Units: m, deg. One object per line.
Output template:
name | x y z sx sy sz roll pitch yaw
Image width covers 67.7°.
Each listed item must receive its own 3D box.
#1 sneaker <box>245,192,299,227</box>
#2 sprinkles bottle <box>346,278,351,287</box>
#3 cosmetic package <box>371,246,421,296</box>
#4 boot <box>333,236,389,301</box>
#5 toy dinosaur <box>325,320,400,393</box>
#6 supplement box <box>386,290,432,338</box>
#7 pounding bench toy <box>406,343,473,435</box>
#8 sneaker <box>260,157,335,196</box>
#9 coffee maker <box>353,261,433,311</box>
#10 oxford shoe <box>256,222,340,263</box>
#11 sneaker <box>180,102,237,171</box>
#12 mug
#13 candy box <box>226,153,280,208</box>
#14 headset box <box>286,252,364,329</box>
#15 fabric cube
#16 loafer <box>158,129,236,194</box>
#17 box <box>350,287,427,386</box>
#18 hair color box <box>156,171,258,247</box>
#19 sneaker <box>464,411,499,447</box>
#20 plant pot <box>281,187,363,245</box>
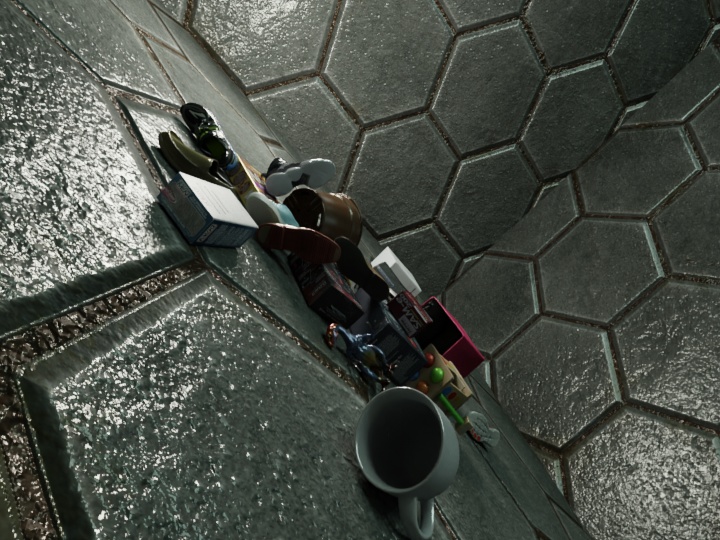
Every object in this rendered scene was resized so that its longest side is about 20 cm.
sneaker | -0.208 -0.132 1.285 0.201 0.071 0.084 56 27 -50
sprinkles bottle | -0.056 0.019 1.543 0.069 0.068 0.200 47 9 -8
cosmetic package | 0.163 0.029 2.524 0.201 0.122 0.200 48 8 -21
boot | 0.000 0.000 1.369 0.201 0.074 0.075 48 6 9
toy dinosaur | -0.008 0.187 1.163 0.179 0.106 0.200 37 -29 -1
supplement box | 0.136 0.117 1.456 0.110 0.060 0.200 52 8 10
pounding bench toy | 0.219 0.331 1.453 0.156 0.124 0.202 41 12 -43
sneaker | -0.169 -0.263 1.415 0.114 0.194 0.078 48 -29 49
coffee maker | 0.101 0.087 1.748 0.189 0.136 0.202 -6 51 -50
oxford shoe | -0.137 -0.071 1.225 0.193 0.073 0.075 19 13 -6
sneaker | -0.381 -0.342 1.345 0.202 0.070 0.083 54 2 4
mug | 0.086 0.308 0.840 0.176 0.143 0.207 50 34 -54
candy box | -0.268 -0.198 1.384 0.202 0.056 0.116 54 10 33
headset box | -0.080 0.041 1.277 0.148 0.075 0.202 42 11 -46
fabric cube | 0.264 0.254 1.803 0.199 0.196 0.202 40 11 -46
loafer | -0.321 -0.206 1.074 0.201 0.067 0.076 50 8 -8
box | 0.060 0.164 1.402 0.182 0.104 0.201 44 10 -31
hair color box | -0.262 -0.100 0.948 0.101 0.060 0.200 50 7 7
sneaker | 0.388 0.528 1.795 0.081 0.078 0.200 14 -27 53
plant pot | -0.117 -0.135 1.503 0.202 0.200 0.197 52 15 20
